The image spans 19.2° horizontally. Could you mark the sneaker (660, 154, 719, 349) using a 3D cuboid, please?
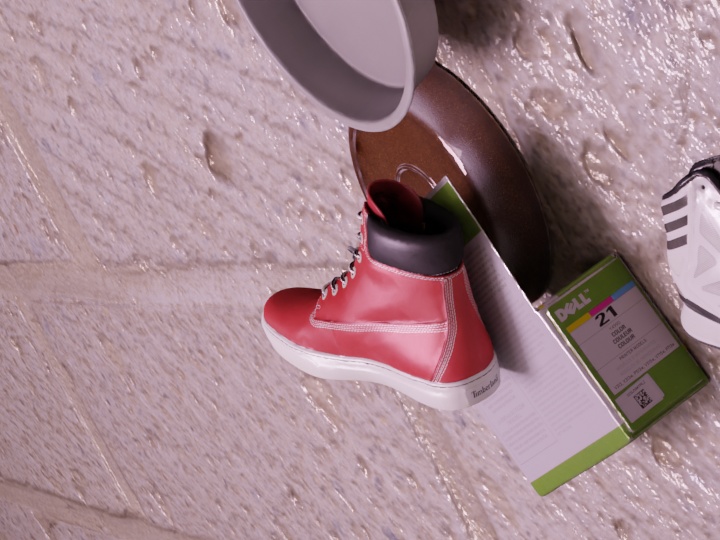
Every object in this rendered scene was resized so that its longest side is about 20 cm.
[{"bbox_3d":[0.223,-0.005,1.128,0.200,0.075,0.116,19,139,58],"label":"sneaker"}]

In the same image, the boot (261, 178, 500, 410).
[{"bbox_3d":[0.000,0.000,1.379,0.199,0.072,0.145,12,126,45],"label":"boot"}]

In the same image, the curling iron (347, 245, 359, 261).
[{"bbox_3d":[0.071,0.043,1.512,0.200,0.026,0.050,41,-171,5],"label":"curling iron"}]

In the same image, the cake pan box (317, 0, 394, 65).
[{"bbox_3d":[-0.013,-0.247,1.313,0.185,0.052,0.200,53,156,13],"label":"cake pan box"}]

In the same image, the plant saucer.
[{"bbox_3d":[0.052,-0.054,1.451,0.200,0.032,0.201,42,151,30],"label":"plant saucer"}]

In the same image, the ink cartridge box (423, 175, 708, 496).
[{"bbox_3d":[0.112,0.030,1.377,0.201,0.075,0.148,55,153,6],"label":"ink cartridge box"}]

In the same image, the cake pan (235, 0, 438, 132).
[{"bbox_3d":[-0.021,-0.181,1.303,0.200,0.037,0.201,43,154,27],"label":"cake pan"}]
